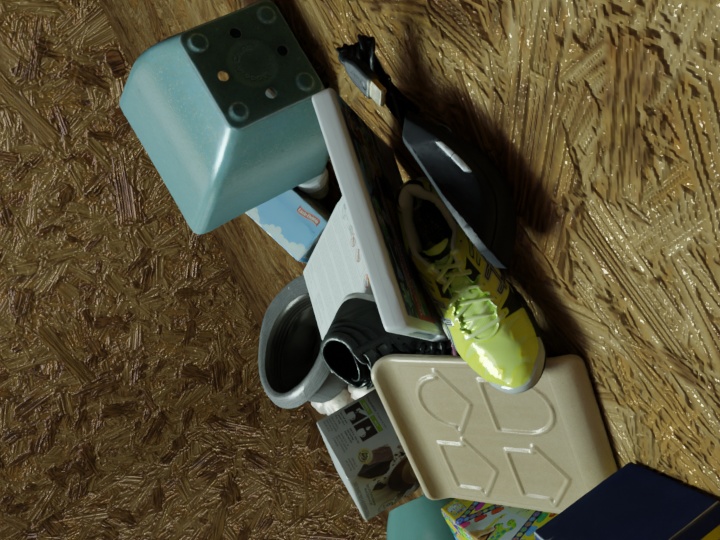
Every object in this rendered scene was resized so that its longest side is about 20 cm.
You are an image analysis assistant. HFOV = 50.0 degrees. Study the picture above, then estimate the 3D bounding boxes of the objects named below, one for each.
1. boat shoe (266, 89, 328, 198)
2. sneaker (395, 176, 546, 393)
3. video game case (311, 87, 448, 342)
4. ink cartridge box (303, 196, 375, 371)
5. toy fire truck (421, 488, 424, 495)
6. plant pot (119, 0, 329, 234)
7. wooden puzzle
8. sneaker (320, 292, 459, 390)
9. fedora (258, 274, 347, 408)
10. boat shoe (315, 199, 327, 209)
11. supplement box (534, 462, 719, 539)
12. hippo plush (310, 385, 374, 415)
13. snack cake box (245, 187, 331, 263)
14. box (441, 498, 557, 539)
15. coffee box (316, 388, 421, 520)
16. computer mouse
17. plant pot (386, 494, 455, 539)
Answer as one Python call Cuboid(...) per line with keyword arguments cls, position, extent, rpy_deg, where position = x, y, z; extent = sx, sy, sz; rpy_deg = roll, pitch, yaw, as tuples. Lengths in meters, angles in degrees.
Cuboid(cls="boat shoe", position=(-0.113, -0.173, 1.055), extent=(0.200, 0.072, 0.062), rpy_deg=(54, 172, 20))
Cuboid(cls="sneaker", position=(0.080, 0.012, 0.635), extent=(0.201, 0.075, 0.076), rpy_deg=(61, -160, 19))
Cuboid(cls="video game case", position=(0.024, -0.038, 0.673), extent=(0.182, 0.023, 0.201), rpy_deg=(24, -133, -70))
Cuboid(cls="ink cartridge box", position=(0.000, 0.000, 0.903), extent=(0.200, 0.047, 0.161), rpy_deg=(-59, 38, 41))
Cuboid(cls="toy fire truck", position=(0.079, 0.320, 1.326), extent=(0.200, 0.128, 0.177), rpy_deg=(37, 156, 34))
Cuboid(cls="plant pot", position=(-0.139, -0.189, 0.876), extent=(0.197, 0.196, 0.200), rpy_deg=(59, 158, 2))
Cuboid(cls="wooden puzzle", position=(0.129, 0.145, 0.719), extent=(0.199, 0.046, 0.186), rpy_deg=(-6, 121, 33))
Cuboid(cls="sneaker", position=(0.050, 0.085, 0.767), extent=(0.199, 0.099, 0.071), rpy_deg=(11, 128, 24))
Cuboid(cls="fedora", position=(-0.067, 0.113, 1.125), extent=(0.090, 0.177, 0.201), rpy_deg=(28, -150, -35))
Cuboid(cls="boat shoe", position=(-0.088, -0.090, 1.141), extent=(0.201, 0.068, 0.072), rpy_deg=(58, 168, 13))
Cuboid(cls="supplement box", position=(0.242, 0.273, 0.599), extent=(0.201, 0.109, 0.109), rpy_deg=(61, 167, -9))
Cuboid(cls="hippo plush", position=(0.020, 0.220, 1.210), extent=(0.162, 0.159, 0.200), rpy_deg=(62, 166, -9))
Cuboid(cls="snack cake box", position=(-0.114, -0.094, 1.060), extent=(0.200, 0.067, 0.115), rpy_deg=(42, -172, 16))
Cuboid(cls="box", position=(0.211, 0.334, 0.822), extent=(0.201, 0.122, 0.193), rpy_deg=(63, 167, -10))
Cuboid(cls="coffee box", position=(0.065, 0.170, 0.840), extent=(0.080, 0.199, 0.113), rpy_deg=(53, 167, 37))
Cuboid(cls="computer mouse", position=(0.056, -0.099, 0.575), extent=(0.140, 0.046, 0.201), rpy_deg=(34, -157, -57))
Cuboid(cls="plant pot", position=(0.131, 0.417, 1.173), extent=(0.201, 0.199, 0.162), rpy_deg=(97, 152, -69))
